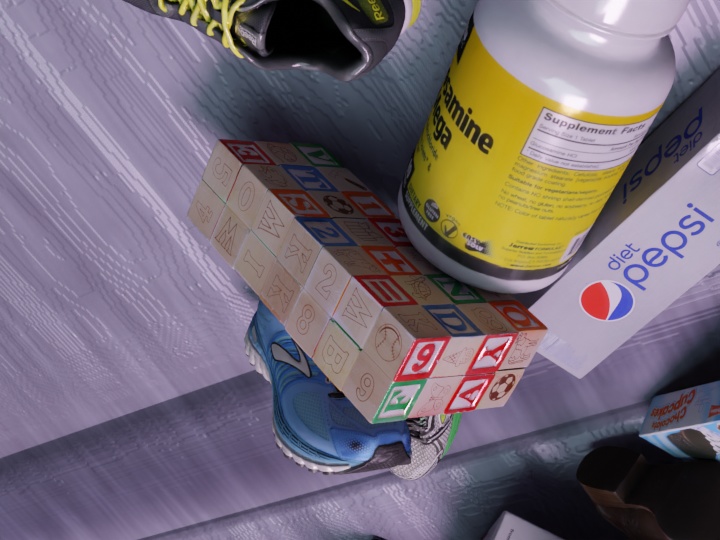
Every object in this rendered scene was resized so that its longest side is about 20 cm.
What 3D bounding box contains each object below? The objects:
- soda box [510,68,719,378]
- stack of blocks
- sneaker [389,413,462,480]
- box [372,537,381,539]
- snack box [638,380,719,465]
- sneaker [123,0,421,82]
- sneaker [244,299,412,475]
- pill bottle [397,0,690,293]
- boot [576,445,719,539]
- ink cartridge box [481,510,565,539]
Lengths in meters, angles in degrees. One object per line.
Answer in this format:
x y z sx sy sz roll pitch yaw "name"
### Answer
0.172 -0.023 0.739 0.063 0.068 0.200 31 132 -12 "soda box"
0.000 0.000 0.730 0.200 0.115 0.059 45 121 35 "stack of blocks"
0.030 0.079 0.858 0.078 0.085 0.200 7 132 11 "sneaker"
0.078 0.328 1.006 0.199 0.160 0.044 22 133 -3 "box"
0.302 0.137 0.826 0.200 0.037 0.116 30 160 -9 "snack box"
-0.068 -0.159 0.684 0.199 0.085 0.075 11 131 7 "sneaker"
-0.026 0.055 0.797 0.078 0.200 0.090 -6 123 -25 "sneaker"
0.100 -0.092 0.673 0.112 0.113 0.200 21 132 -2 "pill bottle"
0.264 0.217 0.876 0.200 0.064 0.186 52 165 -25 "boot"
0.172 0.278 0.935 0.200 0.084 0.144 27 157 7 "ink cartridge box"
